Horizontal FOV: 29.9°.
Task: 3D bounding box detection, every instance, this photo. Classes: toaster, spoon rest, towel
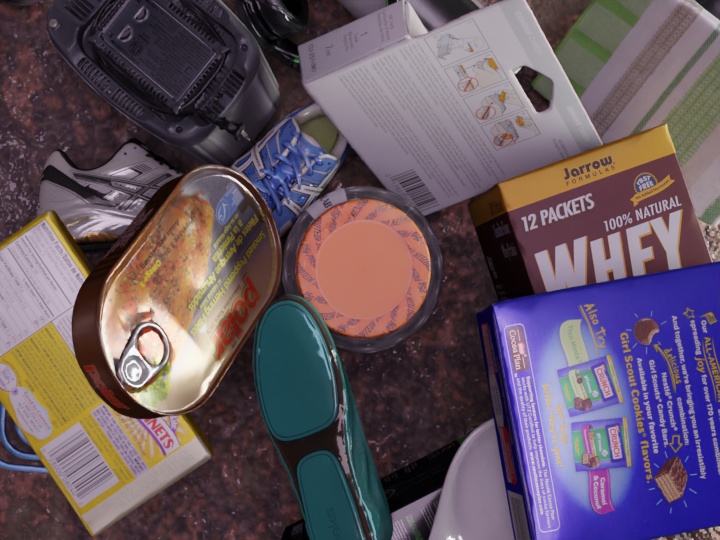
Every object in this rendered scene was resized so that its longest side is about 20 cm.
[{"bbox_3d":[-0.142,-0.160,1.061,0.199,0.129,0.114,38,89,12],"label":"toaster"},{"bbox_3d":[0.074,0.186,0.933,0.099,0.061,0.200,44,89,-2],"label":"spoon rest"},{"bbox_3d":[0.255,-0.145,1.094,0.199,0.031,0.150,38,130,1],"label":"towel"}]

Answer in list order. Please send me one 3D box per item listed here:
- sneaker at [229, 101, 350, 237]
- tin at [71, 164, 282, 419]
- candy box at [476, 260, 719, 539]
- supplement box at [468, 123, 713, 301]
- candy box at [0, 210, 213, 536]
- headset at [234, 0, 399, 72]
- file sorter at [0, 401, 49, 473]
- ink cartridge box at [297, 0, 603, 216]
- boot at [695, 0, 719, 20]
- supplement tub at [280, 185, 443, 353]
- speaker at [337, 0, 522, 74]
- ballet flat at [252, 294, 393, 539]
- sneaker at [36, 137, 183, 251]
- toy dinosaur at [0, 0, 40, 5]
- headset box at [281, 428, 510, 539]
[{"bbox_3d":[-0.068,-0.074,1.052,0.075,0.077,0.201,37,53,-2],"label":"sneaker"},{"bbox_3d":[-0.121,0.014,0.916,0.112,0.042,0.201,52,44,-21],"label":"tin"},{"bbox_3d":[0.190,0.090,0.901,0.197,0.077,0.172,-9,86,-5],"label":"candy box"},{"bbox_3d":[0.184,0.015,1.043,0.131,0.197,0.203,-19,89,-2],"label":"supplement box"},{"bbox_3d":[-0.196,0.070,0.922,0.102,0.026,0.201,-33,95,0],"label":"candy box"},{"bbox_3d":[-0.061,-0.225,1.041,0.199,0.094,0.124,35,125,-8],"label":"headset"},{"bbox_3d":[-0.199,0.079,1.034,0.137,0.200,0.125,4,91,-1],"label":"file sorter"},{"bbox_3d":[0.072,-0.131,1.026,0.172,0.200,0.044,-21,54,17],"label":"ink cartridge box"},{"bbox_3d":[0.345,-0.184,1.112,0.161,0.073,0.200,-27,83,-3],"label":"boot"},{"bbox_3d":[0.000,0.000,1.037,0.121,0.200,0.125,0,88,-1],"label":"supplement tub"},{"bbox_3d":[0.043,-0.215,1.102,0.200,0.081,0.081,44,88,0],"label":"speaker"},{"bbox_3d":[-0.026,0.117,0.947,0.067,0.070,0.203,-18,83,16],"label":"ballet flat"},{"bbox_3d":[-0.165,-0.066,1.098,0.197,0.076,0.089,-2,82,-5],"label":"sneaker"},{"bbox_3d":[-0.331,-0.248,1.116,0.199,0.104,0.183,37,104,36],"label":"toy dinosaur"},{"bbox_3d":[0.045,0.210,1.048,0.198,0.174,0.094,-26,90,-1],"label":"headset box"}]
